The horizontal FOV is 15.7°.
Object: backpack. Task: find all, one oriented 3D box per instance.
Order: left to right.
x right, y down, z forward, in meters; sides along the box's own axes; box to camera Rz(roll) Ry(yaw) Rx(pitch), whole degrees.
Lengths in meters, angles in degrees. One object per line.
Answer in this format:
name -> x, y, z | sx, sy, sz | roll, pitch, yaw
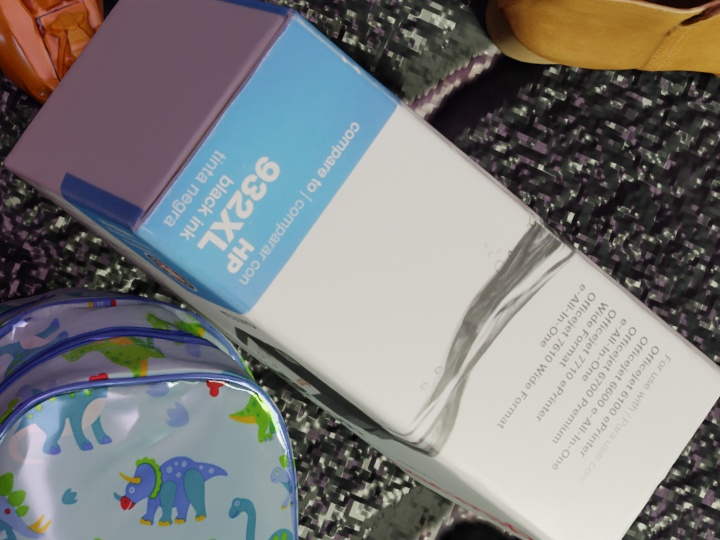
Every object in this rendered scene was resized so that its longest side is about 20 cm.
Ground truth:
backpack -> -0.087, 0.105, 0.861 | 0.162, 0.154, 0.201 | 0, 80, -16

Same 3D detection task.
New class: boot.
boot -> 0.147, -0.104, 0.912 | 0.200, 0.144, 0.071 | -8, 90, -11

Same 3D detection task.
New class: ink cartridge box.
ink cartridge box -> 0.000, 0.000, 0.853 | 0.200, 0.145, 0.084 | 38, 83, -25

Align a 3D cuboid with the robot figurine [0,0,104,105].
robot figurine -> -0.161, -0.136, 0.899 | 0.145, 0.058, 0.201 | -24, 92, -13
